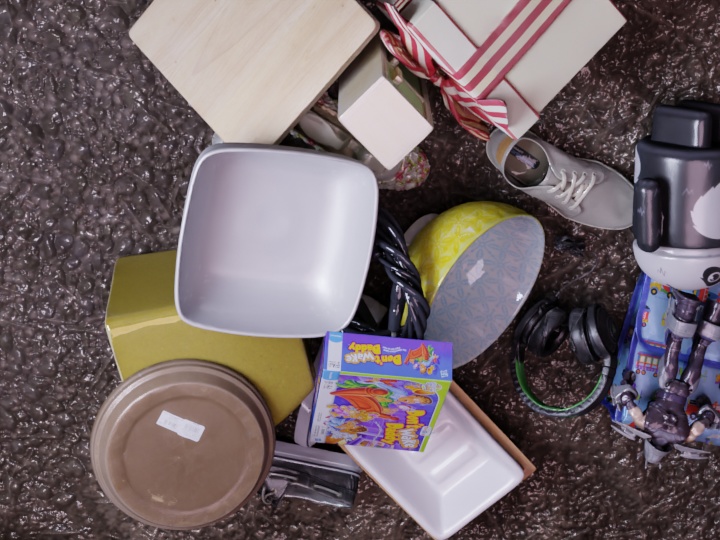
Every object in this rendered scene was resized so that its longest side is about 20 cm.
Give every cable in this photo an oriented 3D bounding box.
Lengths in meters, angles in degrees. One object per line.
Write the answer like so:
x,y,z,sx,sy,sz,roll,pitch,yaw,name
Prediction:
0.000,0.000,1.505,0.050,0.163,0.202,-19,83,-32,cable

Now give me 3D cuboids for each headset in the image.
0.230,0.065,1.609,0.122,0.094,0.203,7,84,30,headset

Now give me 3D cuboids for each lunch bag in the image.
0.380,0.085,1.647,0.148,0.094,0.203,12,100,-4,lunch bag

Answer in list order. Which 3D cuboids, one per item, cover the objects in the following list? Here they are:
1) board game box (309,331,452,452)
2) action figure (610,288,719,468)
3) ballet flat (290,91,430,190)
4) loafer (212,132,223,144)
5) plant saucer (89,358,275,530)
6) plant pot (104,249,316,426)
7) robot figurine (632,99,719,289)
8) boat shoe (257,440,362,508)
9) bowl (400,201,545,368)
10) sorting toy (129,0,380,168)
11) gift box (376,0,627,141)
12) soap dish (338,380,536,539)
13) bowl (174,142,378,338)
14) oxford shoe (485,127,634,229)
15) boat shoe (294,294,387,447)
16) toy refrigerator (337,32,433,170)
0.018,0.133,1.526,0.132,0.045,0.201,5,152,-4,board game box
0.352,0.126,1.579,0.129,0.069,0.203,17,94,-13,action figure
-0.013,-0.138,1.552,0.198,0.064,0.076,27,108,-11,ballet flat
-0.080,-0.092,1.567,0.199,0.070,0.070,34,109,-13,loafer
-0.187,0.191,1.505,0.197,0.030,0.203,-3,110,-9,plant saucer
-0.157,0.084,1.582,0.197,0.195,0.198,-13,112,0,plant pot
0.359,-0.079,1.539,0.148,0.125,0.203,-2,106,-3,robot figurine
-0.096,0.247,1.696,0.197,0.072,0.072,6,157,-3,boat shoe
0.101,-0.003,1.573,0.107,0.199,0.202,37,114,31,bowl
-0.103,-0.247,1.469,0.199,0.069,0.200,47,107,10,sorting toy
0.128,-0.251,1.416,0.184,0.200,0.187,43,96,-17,gift box
0.086,0.207,1.688,0.157,0.081,0.200,-39,108,15,soap dish
-0.089,-0.037,1.442,0.197,0.075,0.202,5,112,-16,bowl
0.228,-0.097,1.574,0.198,0.058,0.076,27,106,-14,oxford shoe
-0.012,0.125,1.655,0.085,0.075,0.204,21,105,6,boat shoe
0.026,-0.182,1.459,0.070,0.200,0.076,-42,107,16,toy refrigerator
